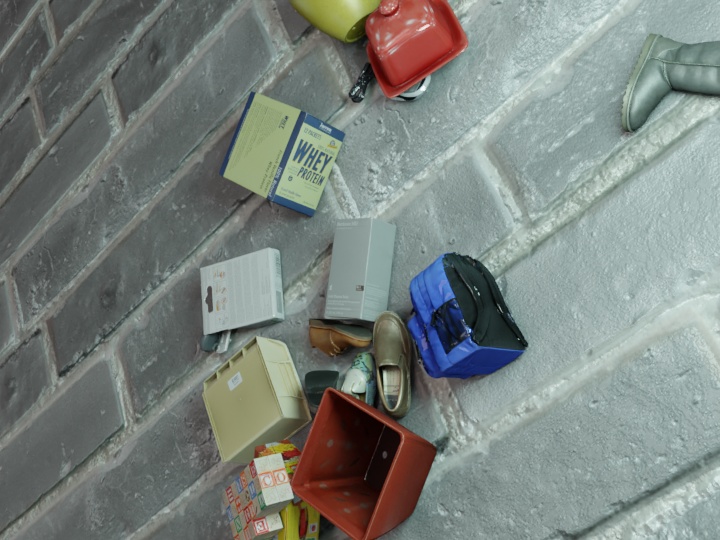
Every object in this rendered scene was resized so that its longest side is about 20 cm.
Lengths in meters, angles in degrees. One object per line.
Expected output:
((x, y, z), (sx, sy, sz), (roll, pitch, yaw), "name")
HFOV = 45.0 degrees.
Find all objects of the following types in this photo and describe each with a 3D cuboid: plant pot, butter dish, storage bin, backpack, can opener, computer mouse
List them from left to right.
((-0.310, 0.091, 1.984), (0.052, 0.066, 0.204), (7, 79, 40), "can opener")
((-0.226, 0.278, 1.849), (0.199, 0.093, 0.201), (-40, 57, 25), "storage bin")
((-0.033, -0.574, 1.853), (0.199, 0.199, 0.143), (-38, 83, 25), "plant pot")
((0.024, 0.351, 1.574), (0.198, 0.175, 0.204), (25, 95, 40), "plant pot")
((0.070, -0.384, 1.794), (0.198, 0.044, 0.111), (21, 77, 41), "computer mouse")
((0.084, -0.478, 1.712), (0.197, 0.148, 0.202), (-31, 49, 15), "butter dish")
((0.165, 0.080, 1.533), (0.167, 0.161, 0.203), (-35, 61, 31), "backpack")

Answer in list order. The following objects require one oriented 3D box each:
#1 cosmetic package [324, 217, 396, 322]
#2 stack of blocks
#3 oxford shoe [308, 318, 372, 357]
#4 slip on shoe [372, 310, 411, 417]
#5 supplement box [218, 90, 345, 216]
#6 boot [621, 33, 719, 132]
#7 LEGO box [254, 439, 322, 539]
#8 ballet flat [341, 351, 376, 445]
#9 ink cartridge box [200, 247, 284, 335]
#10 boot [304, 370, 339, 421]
((0.000, 0.000, 1.736), (0.105, 0.089, 0.205), (-2, 81, 41), "cosmetic package")
((-0.191, 0.438, 1.630), (0.201, 0.058, 0.117), (-52, 52, 49), "stack of blocks")
((-0.039, 0.140, 1.739), (0.199, 0.070, 0.073), (4, 89, 58), "oxford shoe")
((0.058, 0.175, 1.649), (0.074, 0.061, 0.205), (-5, 77, 16), "slip on shoe")
((-0.173, -0.256, 1.904), (0.198, 0.133, 0.204), (27, 96, 40), "supplement box")
((0.534, -0.294, 1.391), (0.197, 0.072, 0.185), (21, 95, 33), "boot")
((-0.146, 0.457, 1.690), (0.148, 0.076, 0.205), (27, 118, 53), "LEGO box")
((-0.010, 0.258, 1.694), (0.073, 0.074, 0.205), (-6, 75, 37), "ballet flat")
((-0.265, 0.052, 1.947), (0.197, 0.050, 0.165), (-16, 70, 28), "ink cartridge box")
((-0.076, 0.306, 1.719), (0.068, 0.201, 0.178), (-1, 109, 3), "boot")
